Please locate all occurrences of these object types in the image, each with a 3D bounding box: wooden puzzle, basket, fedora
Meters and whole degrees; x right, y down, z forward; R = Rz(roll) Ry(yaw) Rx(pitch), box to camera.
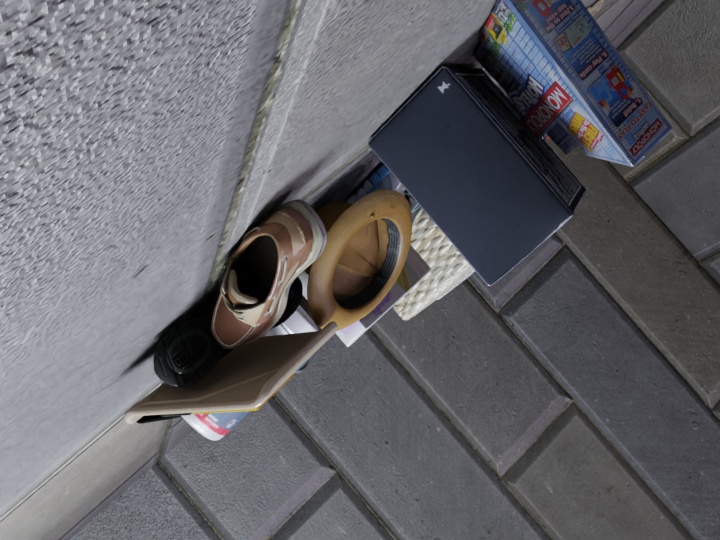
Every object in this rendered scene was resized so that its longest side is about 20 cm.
[{"bbox_3d":[-0.140,0.119,0.969,0.198,0.038,0.185,-13,-167,28],"label":"wooden puzzle"},{"bbox_3d":[0.111,-0.053,1.528,0.200,0.199,0.160,-43,172,38],"label":"basket"},{"bbox_3d":[-0.018,-0.024,1.044,0.200,0.081,0.202,-39,147,-32],"label":"fedora"}]

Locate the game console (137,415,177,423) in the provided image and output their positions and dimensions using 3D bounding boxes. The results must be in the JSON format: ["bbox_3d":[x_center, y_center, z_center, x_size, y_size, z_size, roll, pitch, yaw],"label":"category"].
[{"bbox_3d":[-0.254,0.155,1.396,0.200,0.115,0.178,-38,145,-60],"label":"game console"}]

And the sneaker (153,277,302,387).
[{"bbox_3d":[-0.154,0.058,0.972,0.199,0.076,0.091,-33,-177,-25],"label":"sneaker"}]

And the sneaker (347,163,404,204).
[{"bbox_3d":[0.030,-0.080,1.129,0.200,0.087,0.075,-44,175,15],"label":"sneaker"}]

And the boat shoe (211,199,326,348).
[{"bbox_3d":[-0.107,0.011,0.842,0.072,0.076,0.201,-32,161,-49],"label":"boat shoe"}]

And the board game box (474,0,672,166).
[{"bbox_3d":[0.206,-0.181,0.870,0.062,0.200,0.200,-41,176,-9],"label":"board game box"}]

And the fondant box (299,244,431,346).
[{"bbox_3d":[0.000,0.000,1.283,0.200,0.145,0.058,-39,177,-46],"label":"fondant box"}]

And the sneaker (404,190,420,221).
[{"bbox_3d":[0.054,-0.103,1.188,0.201,0.075,0.079,-61,172,-19],"label":"sneaker"}]

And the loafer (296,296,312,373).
[{"bbox_3d":[-0.095,0.061,1.266,0.201,0.072,0.071,-89,-160,-46],"label":"loafer"}]

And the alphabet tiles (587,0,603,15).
[{"bbox_3d":[0.342,-0.391,1.493,0.200,0.006,0.166,-43,177,11],"label":"alphabet tiles"}]

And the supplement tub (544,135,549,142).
[{"bbox_3d":[0.281,-0.244,1.686,0.200,0.123,0.123,-41,177,-25],"label":"supplement tub"}]

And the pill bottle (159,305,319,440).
[{"bbox_3d":[-0.156,0.116,1.146,0.200,0.120,0.120,-43,177,-1],"label":"pill bottle"}]

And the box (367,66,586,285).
[{"bbox_3d":[0.135,-0.112,0.950,0.123,0.200,0.198,-42,176,21],"label":"box"}]
